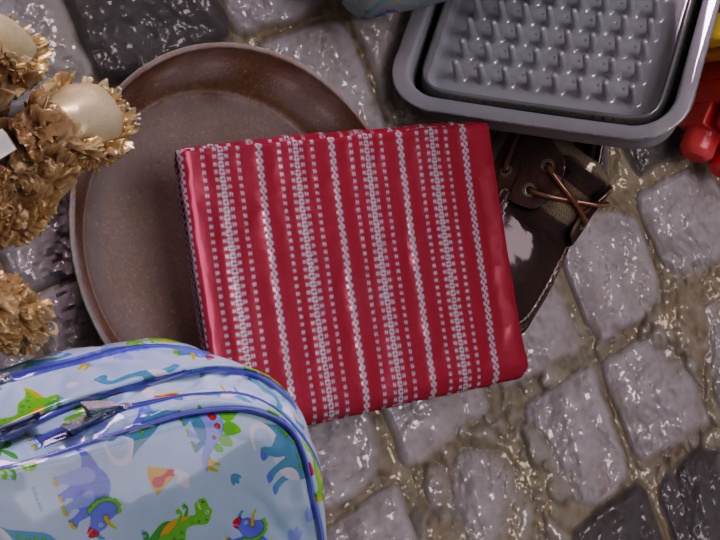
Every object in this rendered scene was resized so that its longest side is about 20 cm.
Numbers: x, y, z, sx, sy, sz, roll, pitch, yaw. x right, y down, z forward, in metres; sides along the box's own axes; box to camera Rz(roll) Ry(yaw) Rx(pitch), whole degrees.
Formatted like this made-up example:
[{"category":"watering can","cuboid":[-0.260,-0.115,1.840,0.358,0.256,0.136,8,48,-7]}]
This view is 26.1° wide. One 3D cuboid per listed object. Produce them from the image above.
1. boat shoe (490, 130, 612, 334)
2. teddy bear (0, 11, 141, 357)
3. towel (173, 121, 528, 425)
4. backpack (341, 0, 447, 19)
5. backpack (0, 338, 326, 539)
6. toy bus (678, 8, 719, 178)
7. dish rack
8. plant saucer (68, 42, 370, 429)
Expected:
[{"category":"boat shoe","cuboid":[0.107,-0.054,0.893,0.072,0.072,0.200,33,63,-27]},{"category":"teddy bear","cuboid":[-0.185,-0.025,0.662,0.145,0.067,0.200,24,70,-7]},{"category":"towel","cuboid":[0.000,0.000,0.794,0.200,0.022,0.145,-8,88,-36]},{"category":"backpack","cuboid":[0.065,-0.212,0.819,0.167,0.200,0.127,-2,75,-79]},{"category":"backpack","cuboid":[-0.113,0.109,0.652,0.200,0.154,0.163,-23,107,-45]},{"category":"toy bus","cuboid":[0.246,-0.165,0.998,0.200,0.136,0.192,32,80,-25]},{"category":"dish rack","cuboid":[0.122,-0.156,0.890,0.044,0.172,0.200,68,37,-59]},{"category":"plant saucer","cuboid":[-0.062,-0.014,0.784,0.200,0.034,0.200,7,78,-35]}]
